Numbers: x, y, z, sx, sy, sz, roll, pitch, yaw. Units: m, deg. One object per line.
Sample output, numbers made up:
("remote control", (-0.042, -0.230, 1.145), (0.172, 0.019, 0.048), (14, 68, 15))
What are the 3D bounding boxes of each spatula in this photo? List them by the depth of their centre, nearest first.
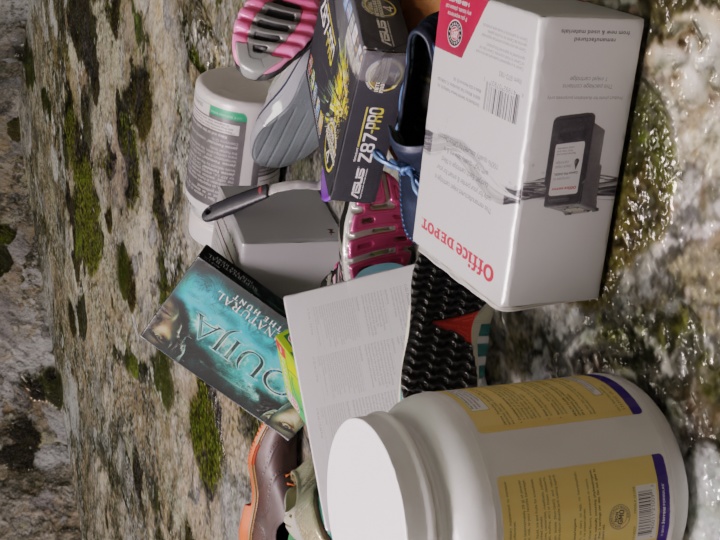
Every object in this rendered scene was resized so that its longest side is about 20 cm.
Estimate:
("spatula", (-0.078, -0.084, 1.194), (0.021, 0.199, 0.057), (53, -151, -48))

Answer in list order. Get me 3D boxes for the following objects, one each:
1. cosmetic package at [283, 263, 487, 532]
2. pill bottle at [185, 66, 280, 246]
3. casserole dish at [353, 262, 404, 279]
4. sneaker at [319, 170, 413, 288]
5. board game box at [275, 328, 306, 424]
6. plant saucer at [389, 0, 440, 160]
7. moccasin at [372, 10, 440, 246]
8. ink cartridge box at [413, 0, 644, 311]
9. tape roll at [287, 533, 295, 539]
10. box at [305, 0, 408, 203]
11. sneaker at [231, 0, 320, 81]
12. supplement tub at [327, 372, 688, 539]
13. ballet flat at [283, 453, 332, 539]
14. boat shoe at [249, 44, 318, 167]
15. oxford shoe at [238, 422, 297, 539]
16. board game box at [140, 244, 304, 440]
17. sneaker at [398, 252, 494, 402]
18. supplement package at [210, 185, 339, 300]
("cosmetic package", (0.030, 0.102, 0.960), (0.052, 0.150, 0.201), (51, -154, -69))
("pill bottle", (-0.151, -0.131, 1.394), (0.113, 0.113, 0.201), (-125, 39, -50))
("casserole dish", (0.033, 0.094, 1.009), (0.039, 0.120, 0.201), (54, -153, -69))
("sneaker", (0.000, 0.000, 1.108), (0.087, 0.073, 0.201), (27, 123, 57))
("board game box", (-0.009, 0.147, 1.103), (0.200, 0.047, 0.102), (50, 158, 37))
("plant saucer", (0.058, -0.168, 1.007), (0.200, 0.032, 0.202), (177, 90, -67))
("moccasin", (0.047, -0.108, 0.922), (0.080, 0.068, 0.201), (23, 124, 38))
("ink cartridge box", (0.112, -0.091, 0.824), (0.145, 0.083, 0.201), (-138, 48, -58))
("tape roll", (-0.027, 0.361, 1.260), (0.200, 0.048, 0.202), (177, 90, -66))
("box", (-0.004, -0.184, 1.039), (0.201, 0.049, 0.162), (-100, 21, -44))
("sneaker", (-0.074, -0.258, 1.189), (0.095, 0.079, 0.201), (113, -179, -60))
("supplement tub", (0.092, 0.146, 0.756), (0.145, 0.199, 0.146), (177, 90, -67))
("ballet flat", (-0.049, 0.250, 1.201), (0.068, 0.062, 0.200), (58, -174, -11))
("boat shoe", (-0.060, -0.187, 1.250), (0.200, 0.073, 0.067), (-44, 38, 48))
("oxford shoe", (-0.091, 0.254, 1.395), (0.072, 0.071, 0.201), (21, 113, 33))
("board game box", (-0.118, 0.080, 1.228), (0.135, 0.200, 0.028), (-49, 9, 32))
("sneaker", (0.064, 0.060, 0.905), (0.094, 0.070, 0.200), (98, -175, -48))
("supplement package", (-0.102, 0.018, 1.297), (0.117, 0.116, 0.201), (-119, 34, -49))
